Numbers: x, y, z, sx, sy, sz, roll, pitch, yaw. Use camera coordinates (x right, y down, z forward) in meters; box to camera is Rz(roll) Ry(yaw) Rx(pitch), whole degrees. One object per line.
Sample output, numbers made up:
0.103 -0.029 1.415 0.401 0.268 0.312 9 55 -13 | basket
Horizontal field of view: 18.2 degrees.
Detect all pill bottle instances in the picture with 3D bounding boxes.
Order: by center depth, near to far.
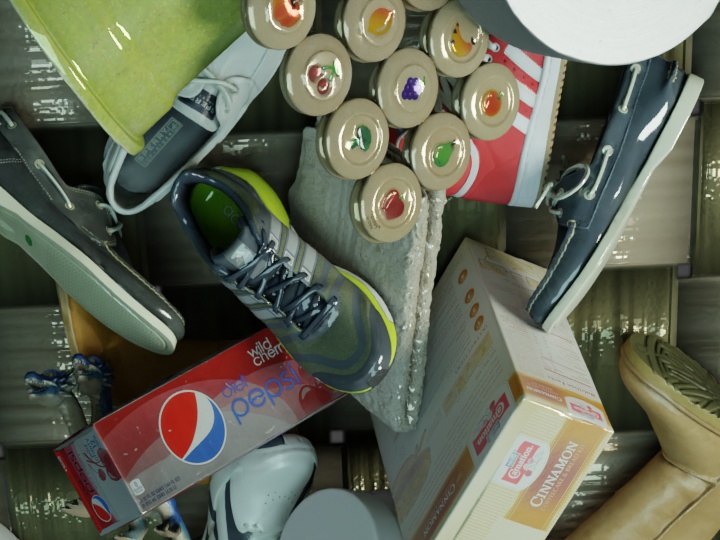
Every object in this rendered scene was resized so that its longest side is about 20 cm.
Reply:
0.040 0.218 1.592 0.199 0.114 0.114 19 120 -46 | pill bottle

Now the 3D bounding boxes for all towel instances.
0.000 0.000 1.513 0.034 0.132 0.201 -18 128 -33 | towel

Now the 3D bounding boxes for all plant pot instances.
-0.119 -0.204 1.385 0.184 0.201 0.201 -33 114 3 | plant pot

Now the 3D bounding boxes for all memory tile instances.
0.018 -0.131 1.375 0.153 0.017 0.201 -44 123 -24 | memory tile

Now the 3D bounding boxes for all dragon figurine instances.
-0.154 0.134 1.545 0.059 0.100 0.200 -19 139 30 | dragon figurine

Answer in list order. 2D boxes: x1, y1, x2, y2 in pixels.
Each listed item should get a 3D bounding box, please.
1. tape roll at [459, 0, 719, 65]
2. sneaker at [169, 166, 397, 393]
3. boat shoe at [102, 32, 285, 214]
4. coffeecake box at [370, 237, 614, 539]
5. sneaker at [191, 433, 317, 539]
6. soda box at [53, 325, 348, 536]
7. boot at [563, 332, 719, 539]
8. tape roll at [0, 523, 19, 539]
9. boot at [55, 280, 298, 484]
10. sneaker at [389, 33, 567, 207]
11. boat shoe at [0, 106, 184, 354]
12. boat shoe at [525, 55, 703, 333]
0.144 -0.228 1.384 0.199 0.066 0.202 -7 105 -27 | tape roll
-0.058 0.005 1.466 0.200 0.081 0.074 43 102 22 | sneaker
-0.102 -0.116 1.486 0.073 0.065 0.200 29 114 -15 | boat shoe
0.082 0.099 1.524 0.073 0.200 0.154 21 116 -20 | coffeecake box
-0.071 0.218 1.600 0.079 0.130 0.199 7 135 -36 | sneaker
-0.101 0.097 1.493 0.063 0.199 0.070 -31 88 51 | soda box
0.199 0.162 1.641 0.175 0.066 0.200 36 113 -18 | boot
-0.333 0.269 1.680 0.201 0.071 0.204 -1 117 -2 | tape roll
-0.123 0.063 1.586 0.143 0.071 0.202 -18 120 1 | boot
0.074 -0.133 1.480 0.112 0.071 0.201 2 120 -6 | sneaker
-0.186 -0.026 1.502 0.200 0.072 0.068 43 67 3 | boat shoe
0.157 -0.055 1.495 0.062 0.075 0.201 29 89 3 | boat shoe
